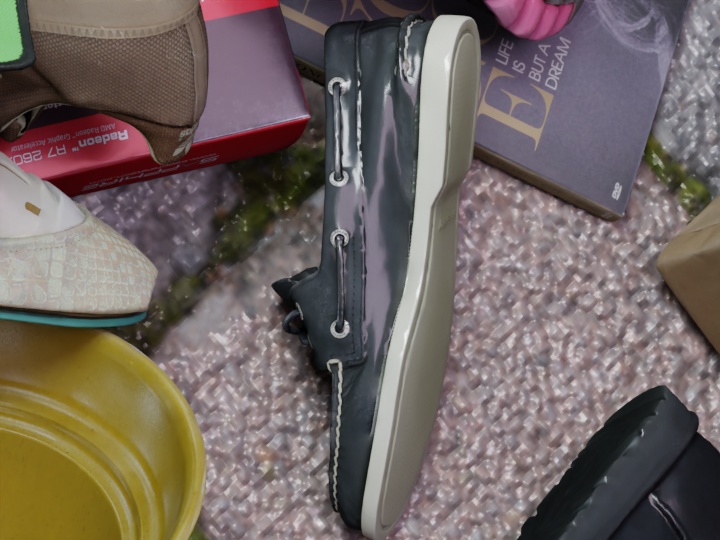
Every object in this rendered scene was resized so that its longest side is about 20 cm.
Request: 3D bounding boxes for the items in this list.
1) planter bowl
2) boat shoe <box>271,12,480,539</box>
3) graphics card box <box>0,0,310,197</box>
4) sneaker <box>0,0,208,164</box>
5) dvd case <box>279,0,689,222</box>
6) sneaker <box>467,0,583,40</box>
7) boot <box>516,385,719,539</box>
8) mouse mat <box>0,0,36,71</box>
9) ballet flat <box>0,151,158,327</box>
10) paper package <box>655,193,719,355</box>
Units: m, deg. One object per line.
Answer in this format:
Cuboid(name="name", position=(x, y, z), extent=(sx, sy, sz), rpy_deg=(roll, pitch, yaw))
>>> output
Cuboid(name="planter bowl", position=(-0.150, 0.099, 0.900), extent=(0.200, 0.200, 0.084), rpy_deg=(-20, 131, -25))
Cuboid(name="boat shoe", position=(-0.001, 0.000, 1.015), extent=(0.066, 0.074, 0.200), rpy_deg=(9, 102, 15))
Cuboid(name="graphics card box", position=(-0.104, -0.132, 0.998), extent=(0.125, 0.051, 0.201), rpy_deg=(-13, 85, -16))
Cuboid(name="sneaker", position=(-0.144, -0.079, 0.921), extent=(0.070, 0.199, 0.076), rpy_deg=(-46, 138, -48))
Cuboid(name="dvd case", position=(0.043, -0.127, 1.087), extent=(0.199, 0.016, 0.149), rpy_deg=(25, 72, -18))
Cuboid(name="sneaker", position=(0.021, -0.146, 1.018), extent=(0.200, 0.095, 0.079), rpy_deg=(16, 99, -53))
Cuboid(name="boot", position=(0.119, 0.166, 1.032), extent=(0.168, 0.076, 0.200), rpy_deg=(46, 60, -6))
Cuboid(name="mouse mat", position=(-0.189, -0.116, 0.862), extent=(0.160, 0.200, 0.008), rpy_deg=(7, 119, -16))
Cuboid(name="ballet flat", position=(-0.151, -0.018, 0.907), extent=(0.199, 0.067, 0.063), rpy_deg=(3, 109, -32))
Cuboid(name="paper package", position=(0.239, 0.027, 1.048), extent=(0.103, 0.191, 0.200), rpy_deg=(-42, 97, -22))
